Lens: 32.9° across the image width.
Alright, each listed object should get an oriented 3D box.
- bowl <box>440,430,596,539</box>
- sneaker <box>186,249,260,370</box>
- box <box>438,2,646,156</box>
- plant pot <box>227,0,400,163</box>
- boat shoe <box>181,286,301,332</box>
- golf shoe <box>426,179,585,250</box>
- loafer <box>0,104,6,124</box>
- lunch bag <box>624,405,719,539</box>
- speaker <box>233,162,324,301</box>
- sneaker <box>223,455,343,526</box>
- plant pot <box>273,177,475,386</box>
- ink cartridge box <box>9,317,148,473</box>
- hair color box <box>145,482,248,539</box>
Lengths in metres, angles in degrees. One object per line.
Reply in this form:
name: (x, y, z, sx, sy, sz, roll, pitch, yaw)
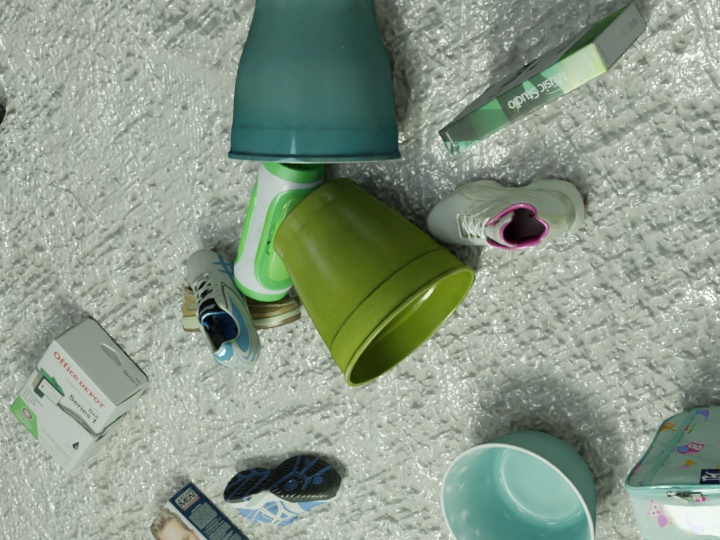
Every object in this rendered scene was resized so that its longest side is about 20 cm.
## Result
bowl: (0.208, 0.277, 1.496, 0.199, 0.105, 0.203, 14, 119, 26)
sneaker: (-0.187, 0.042, 1.591, 0.072, 0.072, 0.201, -39, 52, 14)
box: (0.188, -0.197, 1.262, 0.199, 0.144, 0.036, -29, 100, 39)
plant pot: (-0.053, -0.222, 1.387, 0.199, 0.200, 0.190, 5, 100, 31)
boat shoe: (-0.169, 0.042, 1.656, 0.198, 0.071, 0.077, -4, 94, 32)
golf shoe: (0.151, -0.059, 1.386, 0.199, 0.091, 0.076, -7, 109, 36)
loafer: (-0.599, -0.217, 1.806, 0.199, 0.073, 0.073, -22, 95, 36)
lunch bag: (0.374, 0.212, 1.299, 0.159, 0.200, 0.078, -6, 107, 36)
speaker: (-0.105, -0.061, 1.551, 0.088, 0.088, 0.201, 30, 124, 18)
sneaker: (-0.100, 0.319, 1.746, 0.199, 0.076, 0.077, -11, 128, 36)
plant pot: (0.000, 0.000, 1.461, 0.193, 0.200, 0.201, 48, 129, 17)
ink cartridge box: (-0.435, 0.193, 1.882, 0.146, 0.084, 0.200, 45, 128, 6)
hair color box: (-0.228, 0.435, 1.878, 0.200, 0.060, 0.100, 43, 127, 9)
